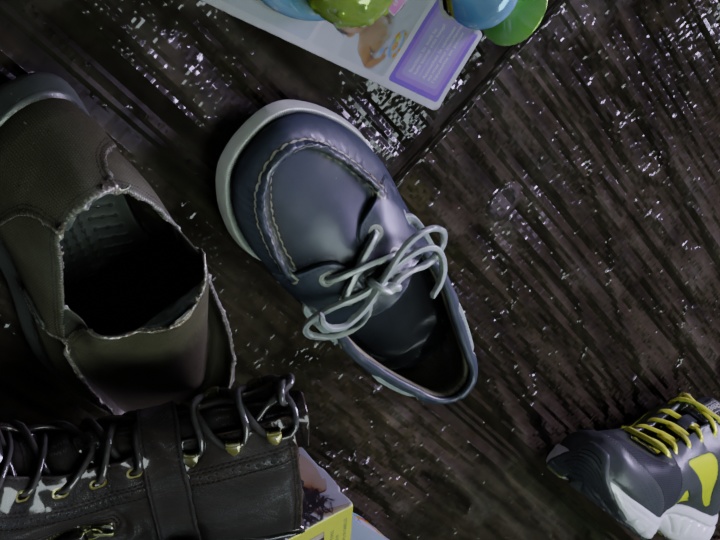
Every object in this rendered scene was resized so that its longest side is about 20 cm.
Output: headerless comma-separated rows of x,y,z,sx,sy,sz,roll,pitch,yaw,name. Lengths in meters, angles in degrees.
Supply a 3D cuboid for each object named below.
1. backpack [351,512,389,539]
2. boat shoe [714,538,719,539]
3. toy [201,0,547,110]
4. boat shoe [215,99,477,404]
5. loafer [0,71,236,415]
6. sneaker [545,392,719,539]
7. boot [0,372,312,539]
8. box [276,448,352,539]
-0.018,0.221,0.957,0.175,0.153,0.201,-36,142,-6,backpack
0.269,0.231,1.337,0.199,0.065,0.072,0,125,-46,boat shoe
0.012,-0.128,0.731,0.199,0.047,0.116,17,110,-53,toy
0.000,0.000,0.832,0.075,0.062,0.200,-39,144,-6,boat shoe
-0.094,0.011,0.738,0.075,0.070,0.200,-40,144,-9,loafer
0.173,0.105,1.119,0.085,0.074,0.200,-57,153,5,sneaker
-0.105,0.068,0.734,0.172,0.070,0.201,-14,150,-2,boot
-0.103,0.139,0.853,0.199,0.075,0.050,-28,144,-26,box
